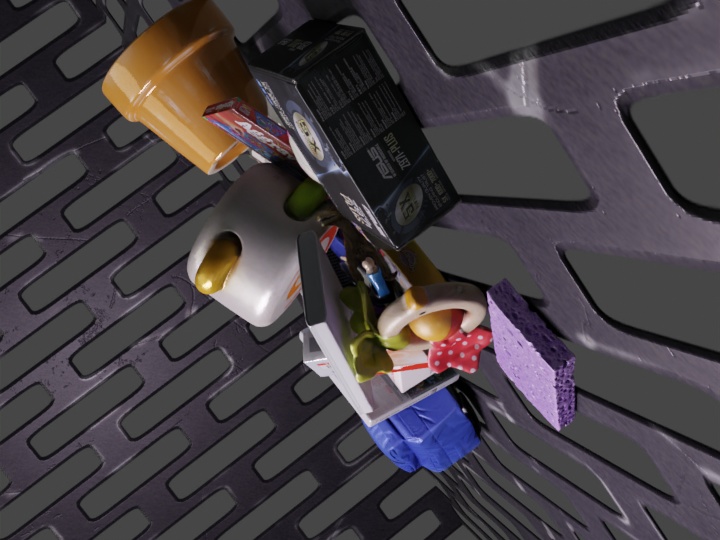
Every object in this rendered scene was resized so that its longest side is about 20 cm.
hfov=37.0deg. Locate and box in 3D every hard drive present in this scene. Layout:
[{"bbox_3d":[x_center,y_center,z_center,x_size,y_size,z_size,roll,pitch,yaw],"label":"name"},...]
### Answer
[{"bbox_3d":[-0.028,0.065,1.269,0.200,0.026,0.132,64,-167,-50],"label":"hard drive"}]

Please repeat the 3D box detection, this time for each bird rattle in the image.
[{"bbox_3d":[0.081,0.068,1.243,0.163,0.199,0.113,-47,41,51],"label":"bird rattle"}]

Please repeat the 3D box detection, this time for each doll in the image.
[{"bbox_3d":[0.000,0.000,1.460,0.200,0.048,0.137,46,171,12],"label":"doll"}]

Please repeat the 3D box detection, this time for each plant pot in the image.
[{"bbox_3d":[-0.223,-0.243,1.497,0.183,0.200,0.200,49,172,0],"label":"plant pot"}]

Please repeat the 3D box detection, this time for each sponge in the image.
[{"bbox_3d":[0.185,0.096,1.156,0.112,0.030,0.200,50,172,27],"label":"sponge"}]

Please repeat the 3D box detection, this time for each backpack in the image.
[{"bbox_3d":[0.102,0.249,1.814,0.163,0.167,0.200,57,-175,33],"label":"backpack"}]

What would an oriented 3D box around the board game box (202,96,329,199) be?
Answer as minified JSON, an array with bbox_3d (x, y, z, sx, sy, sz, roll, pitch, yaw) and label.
[{"bbox_3d":[-0.093,-0.147,1.324,0.199,0.020,0.103,32,166,-25],"label":"board game box"}]

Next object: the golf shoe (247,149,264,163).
[{"bbox_3d":[-0.115,-0.170,1.647,0.088,0.077,0.200,37,168,15],"label":"golf shoe"}]

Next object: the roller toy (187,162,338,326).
[{"bbox_3d":[-0.127,-0.034,1.351,0.139,0.201,0.183,34,166,5],"label":"roller toy"}]

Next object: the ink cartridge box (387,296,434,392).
[{"bbox_3d":[0.036,0.068,1.659,0.200,0.084,0.146,50,163,29],"label":"ink cartridge box"}]

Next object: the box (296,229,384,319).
[{"bbox_3d":[-0.040,-0.005,1.529,0.036,0.142,0.201,-36,76,49],"label":"box"}]

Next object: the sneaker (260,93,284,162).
[{"bbox_3d":[-0.100,-0.178,1.471,0.071,0.080,0.201,50,170,31],"label":"sneaker"}]

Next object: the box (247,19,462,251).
[{"bbox_3d":[-0.009,-0.138,1.071,0.201,0.086,0.164,57,171,-25],"label":"box"}]

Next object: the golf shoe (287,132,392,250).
[{"bbox_3d":[-0.004,-0.115,1.244,0.200,0.075,0.092,46,164,-1],"label":"golf shoe"}]

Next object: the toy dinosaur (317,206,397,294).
[{"bbox_3d":[0.000,-0.023,1.307,0.102,0.058,0.200,64,-179,19],"label":"toy dinosaur"}]

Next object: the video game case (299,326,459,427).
[{"bbox_3d":[0.030,0.136,1.720,0.200,0.181,0.023,49,148,29],"label":"video game case"}]

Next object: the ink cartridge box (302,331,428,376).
[{"bbox_3d":[0.026,0.127,1.479,0.200,0.161,0.050,54,-150,-58],"label":"ink cartridge box"}]

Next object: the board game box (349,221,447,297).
[{"bbox_3d":[0.051,-0.012,1.433,0.200,0.040,0.153,52,172,12],"label":"board game box"}]
